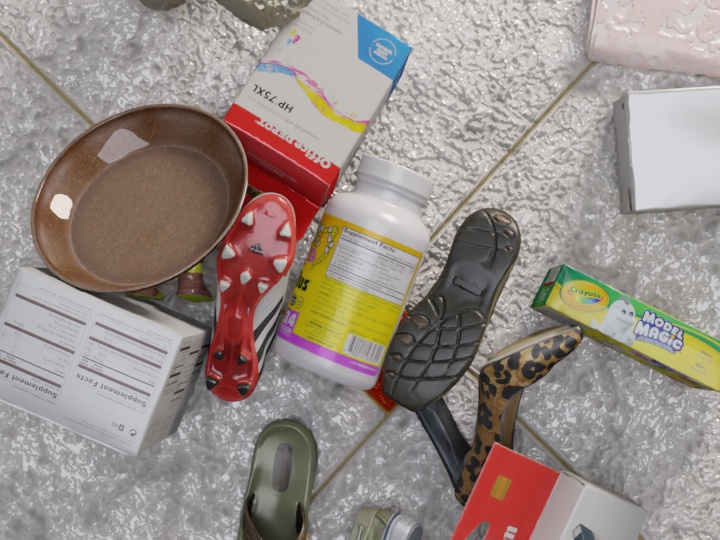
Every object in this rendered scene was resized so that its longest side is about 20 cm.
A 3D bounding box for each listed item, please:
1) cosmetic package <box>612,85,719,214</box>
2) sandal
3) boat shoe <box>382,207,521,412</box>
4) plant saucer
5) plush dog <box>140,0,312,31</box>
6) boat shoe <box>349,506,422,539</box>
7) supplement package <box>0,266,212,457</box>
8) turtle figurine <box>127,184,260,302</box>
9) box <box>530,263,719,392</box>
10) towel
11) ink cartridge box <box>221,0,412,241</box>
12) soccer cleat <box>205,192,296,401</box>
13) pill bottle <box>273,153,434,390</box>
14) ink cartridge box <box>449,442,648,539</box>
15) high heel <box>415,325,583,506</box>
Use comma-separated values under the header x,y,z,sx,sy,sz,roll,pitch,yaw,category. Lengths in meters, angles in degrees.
x,y,z,sx,sy,sz,roll,pitch,yaw,category
0.338,-0.113,1.360,0.197,0.081,0.115,-2,90,2,cosmetic package
-0.081,0.242,1.379,0.079,0.057,0.204,1,90,1,sandal
0.090,0.040,1.366,0.075,0.074,0.201,31,85,10,boat shoe
-0.188,-0.057,1.283,0.197,0.037,0.203,-8,55,11,plant saucer
-0.126,-0.333,1.323,0.198,0.161,0.173,14,67,28,plush dog
0.002,0.321,1.382,0.061,0.072,0.203,17,87,26,boat shoe
-0.231,0.077,1.311,0.154,0.200,0.112,22,90,2,supplement package
-0.162,-0.055,1.367,0.197,0.064,0.164,3,80,-1,turtle figurine
0.258,0.058,1.342,0.198,0.117,0.049,28,88,0,box
0.320,-0.280,1.384,0.197,0.032,0.194,8,90,2,towel
-0.051,-0.143,1.346,0.115,0.067,0.201,30,72,1,ink cartridge box
-0.100,0.022,1.352,0.068,0.085,0.203,13,105,2,soccer cleat
0.000,0.000,1.355,0.103,0.104,0.202,21,90,1,pill bottle
0.153,0.278,1.339,0.175,0.045,0.202,25,90,-34,ink cartridge box
0.152,0.142,1.343,0.199,0.071,0.144,-34,83,34,high heel
